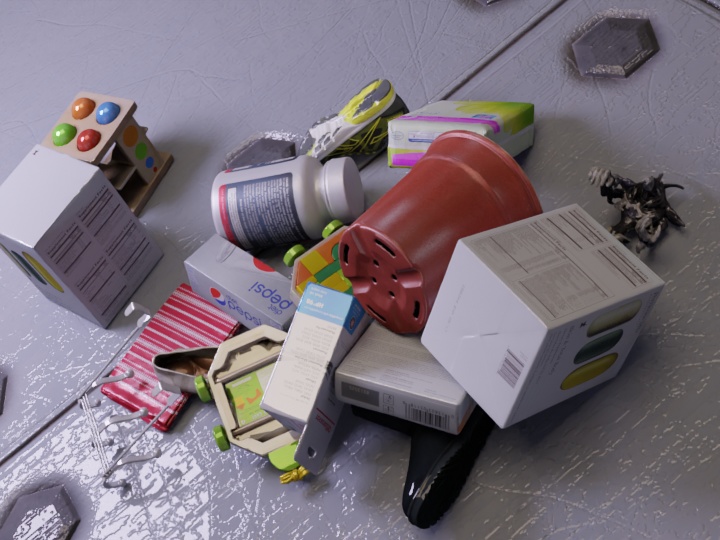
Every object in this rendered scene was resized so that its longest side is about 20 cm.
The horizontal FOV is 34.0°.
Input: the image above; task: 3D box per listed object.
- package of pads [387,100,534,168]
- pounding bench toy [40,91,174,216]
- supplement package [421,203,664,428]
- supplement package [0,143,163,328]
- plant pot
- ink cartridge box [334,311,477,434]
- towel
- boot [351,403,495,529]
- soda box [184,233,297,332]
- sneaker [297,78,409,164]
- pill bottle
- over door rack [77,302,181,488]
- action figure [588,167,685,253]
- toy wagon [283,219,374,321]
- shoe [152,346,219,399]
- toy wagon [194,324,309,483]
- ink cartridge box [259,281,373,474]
[{"bbox_3d":[0.136,-0.184,1.605,0.152,0.069,0.200,6,19,27],"label":"package of pads"},{"bbox_3d":[-0.432,-0.196,1.875,0.198,0.157,0.125,14,61,32],"label":"pounding bench toy"},{"bbox_3d":[0.204,0.047,1.331,0.198,0.153,0.151,-17,50,-37],"label":"supplement package"},{"bbox_3d":[-0.425,-0.050,1.731,0.150,0.201,0.151,21,65,35],"label":"supplement package"},{"bbox_3d":[0.088,-0.037,1.434,0.199,0.203,0.194,27,49,37],"label":"plant pot"},{"bbox_3d":[0.079,0.105,1.420,0.160,0.051,0.200,13,31,21],"label":"ink cartridge box"},{"bbox_3d":[-0.261,0.118,1.649,0.143,0.023,0.201,21,65,35],"label":"towel"},{"bbox_3d":[0.055,0.195,1.407,0.166,0.077,0.201,18,57,30],"label":"boot"},{"bbox_3d":[-0.149,0.030,1.615,0.199,0.064,0.068,31,58,31],"label":"soda box"},{"bbox_3d":[-0.010,-0.194,1.740,0.199,0.084,0.075,-33,37,28],"label":"sneaker"},{"bbox_3d":[-0.101,-0.098,1.675,0.197,0.120,0.121,-9,52,18],"label":"pill bottle"},{"bbox_3d":[-0.296,0.168,1.547,0.201,0.066,0.149,-55,47,30],"label":"over door rack"},{"bbox_3d":[0.325,-0.064,1.466,0.200,0.102,0.119,-43,64,-11],"label":"action figure"},{"bbox_3d":[0.000,0.000,1.566,0.199,0.040,0.155,-35,71,-25],"label":"toy wagon"},{"bbox_3d":[-0.184,0.137,1.562,0.196,0.054,0.071,4,60,12],"label":"shoe"},{"bbox_3d":[-0.115,0.174,1.492,0.153,0.040,0.202,-23,73,0],"label":"toy wagon"},{"bbox_3d":[-0.057,0.130,1.408,0.066,0.116,0.203,17,75,17],"label":"ink cartridge box"}]
